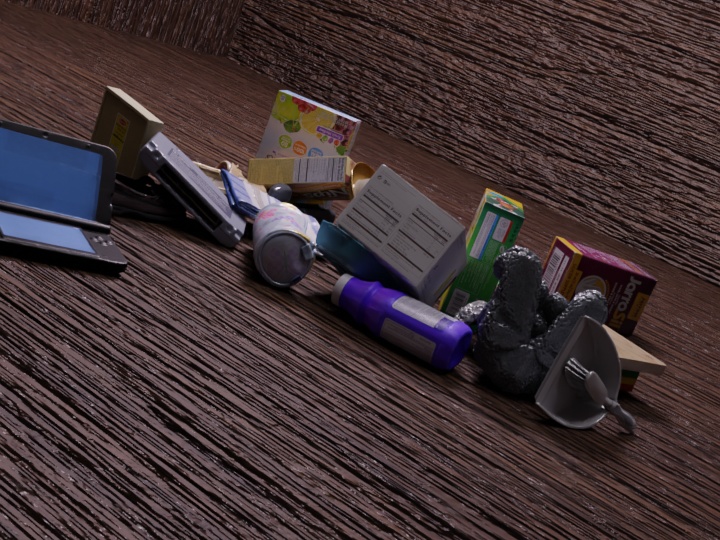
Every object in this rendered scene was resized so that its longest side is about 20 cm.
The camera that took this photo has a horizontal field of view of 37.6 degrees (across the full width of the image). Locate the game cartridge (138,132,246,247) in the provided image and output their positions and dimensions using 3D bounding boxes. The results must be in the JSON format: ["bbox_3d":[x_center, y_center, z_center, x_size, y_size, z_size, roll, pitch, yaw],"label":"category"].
[{"bbox_3d":[-0.257,-0.126,1.635,0.200,0.041,0.133,46,12,-13],"label":"game cartridge"}]

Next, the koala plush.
[{"bbox_3d":[0.220,0.085,1.512,0.176,0.185,0.200,31,-8,-7],"label":"koala plush"}]

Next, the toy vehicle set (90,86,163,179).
[{"bbox_3d":[-0.391,-0.216,1.742,0.026,0.126,0.200,10,18,-38],"label":"toy vehicle set"}]

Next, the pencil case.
[{"bbox_3d":[-0.115,-0.043,1.564,0.084,0.090,0.200,58,1,-17],"label":"pencil case"}]

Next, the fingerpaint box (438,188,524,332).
[{"bbox_3d":[0.199,-0.020,1.730,0.073,0.202,0.167,22,13,2],"label":"fingerpaint box"}]

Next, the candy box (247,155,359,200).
[{"bbox_3d":[-0.097,-0.168,1.956,0.198,0.056,0.115,0,-11,21],"label":"candy box"}]

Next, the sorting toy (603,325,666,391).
[{"bbox_3d":[0.340,0.124,1.670,0.197,0.070,0.200,12,17,-36],"label":"sorting toy"}]

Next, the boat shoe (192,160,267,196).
[{"bbox_3d":[-0.234,-0.155,1.830,0.073,0.070,0.199,-3,-3,35],"label":"boat shoe"}]

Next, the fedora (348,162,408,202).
[{"bbox_3d":[0.054,-0.111,1.900,0.081,0.203,0.200,-18,-3,24],"label":"fedora"}]

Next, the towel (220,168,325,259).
[{"bbox_3d":[-0.140,-0.096,1.764,0.199,0.024,0.147,29,16,-28],"label":"towel"}]

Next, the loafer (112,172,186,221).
[{"bbox_3d":[-0.330,-0.116,1.577,0.072,0.064,0.199,31,16,35],"label":"loafer"}]

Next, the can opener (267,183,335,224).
[{"bbox_3d":[-0.108,-0.119,1.930,0.053,0.068,0.199,26,13,27],"label":"can opener"}]

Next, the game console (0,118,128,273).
[{"bbox_3d":[-0.383,-0.094,1.291,0.198,0.118,0.176,12,16,-33],"label":"game console"}]

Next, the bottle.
[{"bbox_3d":[0.053,0.067,1.453,0.198,0.066,0.083,26,17,20],"label":"bottle"}]

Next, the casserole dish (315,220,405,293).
[{"bbox_3d":[0.000,0.000,1.558,0.121,0.039,0.200,33,-10,41],"label":"casserole dish"}]

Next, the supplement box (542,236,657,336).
[{"bbox_3d":[0.462,0.033,2.097,0.198,0.132,0.103,16,15,-19],"label":"supplement box"}]

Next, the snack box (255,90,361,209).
[{"bbox_3d":[-0.110,-0.227,2.062,0.167,0.202,0.068,22,13,8],"label":"snack box"}]

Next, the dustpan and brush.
[{"bbox_3d":[0.321,0.168,1.425,0.057,0.140,0.200,23,-15,41],"label":"dustpan and brush"}]

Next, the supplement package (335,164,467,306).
[{"bbox_3d":[0.066,-0.040,1.564,0.155,0.111,0.200,39,-6,14],"label":"supplement package"}]
